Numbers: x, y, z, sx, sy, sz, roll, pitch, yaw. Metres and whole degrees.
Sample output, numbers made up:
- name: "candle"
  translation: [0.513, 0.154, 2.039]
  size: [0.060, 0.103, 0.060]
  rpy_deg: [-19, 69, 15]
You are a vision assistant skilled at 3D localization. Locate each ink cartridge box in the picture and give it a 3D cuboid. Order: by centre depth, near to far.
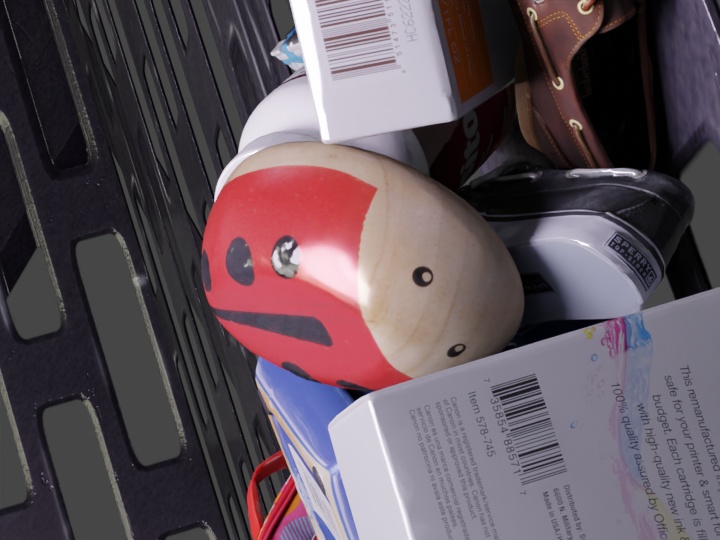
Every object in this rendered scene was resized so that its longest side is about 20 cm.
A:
- name: "ink cartridge box"
  translation: [0.106, 0.103, 0.922]
  size: [0.145, 0.199, 0.146]
  rpy_deg: [126, 128, -78]

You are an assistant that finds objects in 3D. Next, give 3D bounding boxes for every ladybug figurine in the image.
- name: "ladybug figurine"
  translation: [-0.011, 0.006, 0.990]
  size: [0.200, 0.072, 0.136]
  rpy_deg: [3, 130, 50]

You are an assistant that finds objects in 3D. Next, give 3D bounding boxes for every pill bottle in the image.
- name: "pill bottle"
  translation: [0.003, -0.070, 1.142]
  size: [0.200, 0.113, 0.113]
  rpy_deg: [-47, -45, -51]

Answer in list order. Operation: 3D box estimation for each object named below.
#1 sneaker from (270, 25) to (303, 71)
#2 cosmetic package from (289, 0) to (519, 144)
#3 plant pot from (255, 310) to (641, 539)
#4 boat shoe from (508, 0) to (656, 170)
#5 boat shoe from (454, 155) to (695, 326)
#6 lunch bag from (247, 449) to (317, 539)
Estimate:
- name: "sneaker"
  translation: [-0.009, -0.148, 1.446]
  size: [0.087, 0.075, 0.200]
  rpy_deg: [45, -176, -9]
- name: "cosmetic package"
  translation: [0.035, -0.134, 1.015]
  size: [0.200, 0.071, 0.102]
  rpy_deg: [-40, -61, -65]
- name: "plant pot"
  translation: [0.059, 0.100, 1.117]
  size: [0.201, 0.179, 0.200]
  rpy_deg: [69, 170, -26]
- name: "boat shoe"
  translation: [0.105, -0.128, 0.957]
  size: [0.070, 0.070, 0.201]
  rpy_deg: [41, 155, 49]
- name: "boat shoe"
  translation: [0.081, -0.021, 0.993]
  size: [0.074, 0.068, 0.199]
  rpy_deg: [47, 156, -19]
- name: "lunch bag"
  translation: [0.013, 0.164, 1.320]
  size: [0.082, 0.176, 0.200]
  rpy_deg: [106, -169, -50]
